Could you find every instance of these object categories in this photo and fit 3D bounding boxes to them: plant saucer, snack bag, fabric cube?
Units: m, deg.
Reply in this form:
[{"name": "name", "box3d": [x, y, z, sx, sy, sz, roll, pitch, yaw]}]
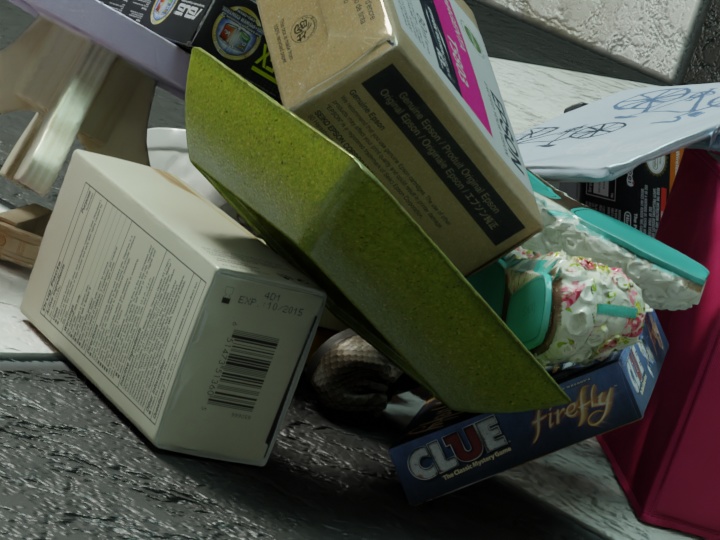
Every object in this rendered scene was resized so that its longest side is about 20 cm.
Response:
[{"name": "plant saucer", "box3d": [-0.006, -0.010, 1.445, 0.200, 0.048, 0.200, 48, -6, -35]}, {"name": "snack bag", "box3d": [0.164, -0.082, 1.718, 0.199, 0.022, 0.188, -22, 14, -35]}, {"name": "fabric cube", "box3d": [0.271, 0.057, 1.680, 0.195, 0.200, 0.200, 18, 11, -10]}]

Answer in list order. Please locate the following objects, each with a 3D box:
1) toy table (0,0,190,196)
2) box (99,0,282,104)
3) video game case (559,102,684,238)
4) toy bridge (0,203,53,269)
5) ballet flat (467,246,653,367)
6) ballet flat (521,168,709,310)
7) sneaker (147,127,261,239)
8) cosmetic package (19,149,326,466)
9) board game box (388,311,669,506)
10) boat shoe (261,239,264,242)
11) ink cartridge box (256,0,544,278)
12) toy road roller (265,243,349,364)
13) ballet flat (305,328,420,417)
[{"name": "toy table", "box3d": [-0.172, -0.099, 1.666, 0.199, 0.118, 0.184, 30, -2, 0]}, {"name": "box", "box3d": [-0.070, -0.131, 1.723, 0.160, 0.044, 0.200, 29, -2, -28]}, {"name": "video game case", "box3d": [0.209, 0.004, 1.862, 0.180, 0.201, 0.025, 12, -17, -29]}, {"name": "toy bridge", "box3d": [-0.208, -0.023, 1.701, 0.199, 0.027, 0.067, 22, 12, 13]}, {"name": "ballet flat", "box3d": [0.103, 0.024, 1.509, 0.064, 0.076, 0.200, 5, 3, -13]}, {"name": "ballet flat", "box3d": [0.109, -0.017, 1.603, 0.200, 0.072, 0.072, 32, 16, 23]}, {"name": "sneaker", "box3d": [-0.060, -0.043, 1.842, 0.199, 0.085, 0.073, 3, -20, 23]}, {"name": "cosmetic package", "box3d": [-0.104, 0.017, 1.502, 0.071, 0.106, 0.200, 13, 14, -32]}, {"name": "board game box", "box3d": [0.098, 0.070, 1.551, 0.135, 0.035, 0.200, -22, 4, 12]}, {"name": "boat shoe", "box3d": [-0.050, -0.044, 1.960, 0.073, 0.063, 0.200, 13, 13, -26]}, {"name": "ink cartridge box", "box3d": [0.014, -0.115, 1.526, 0.165, 0.075, 0.201, 46, 19, -40]}, {"name": "toy road roller", "box3d": [0.000, 0.000, 1.721, 0.199, 0.124, 0.146, 14, -1, -41]}, {"name": "ballet flat", "box3d": [0.057, 0.039, 1.637, 0.199, 0.068, 0.046, -22, 49, -33]}]
